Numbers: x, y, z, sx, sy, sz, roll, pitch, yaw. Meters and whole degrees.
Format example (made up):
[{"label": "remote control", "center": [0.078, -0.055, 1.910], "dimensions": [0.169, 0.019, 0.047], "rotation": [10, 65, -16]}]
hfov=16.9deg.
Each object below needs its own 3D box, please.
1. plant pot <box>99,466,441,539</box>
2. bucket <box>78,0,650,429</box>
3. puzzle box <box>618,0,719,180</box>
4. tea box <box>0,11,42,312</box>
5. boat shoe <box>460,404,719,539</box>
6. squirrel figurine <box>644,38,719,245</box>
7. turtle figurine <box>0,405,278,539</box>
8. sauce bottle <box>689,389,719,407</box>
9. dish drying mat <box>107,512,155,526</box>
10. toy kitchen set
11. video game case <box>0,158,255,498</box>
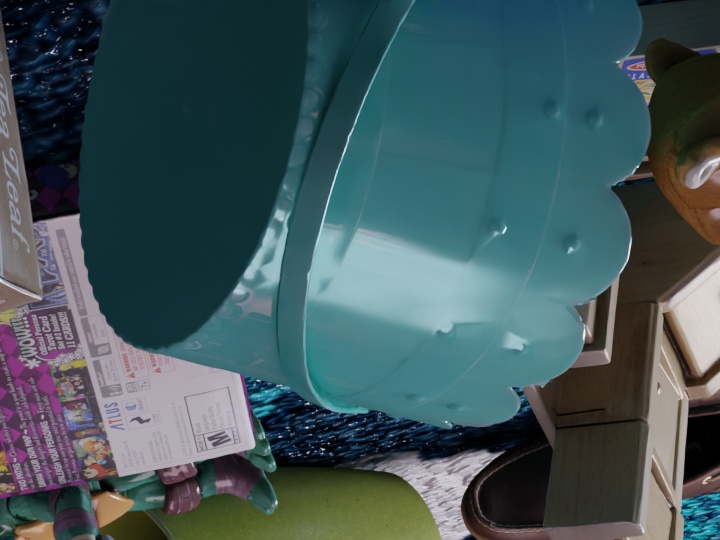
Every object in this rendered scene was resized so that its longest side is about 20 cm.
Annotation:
[{"label": "plant pot", "center": [-0.053, 0.198, 1.505], "dimensions": [0.200, 0.187, 0.187], "rotation": [-16, 164, -34]}, {"label": "bucket", "center": [-0.005, -0.048, 0.874], "dimensions": [0.135, 0.208, 0.207], "rotation": [9, 151, -30]}, {"label": "puzzle box", "center": [0.199, -0.088, 1.097], "dimensions": [0.199, 0.025, 0.133], "rotation": [-8, 157, -8]}, {"label": "tea box", "center": [-0.203, -0.086, 0.673], "dimensions": [0.133, 0.200, 0.197], "rotation": [-20, 156, 20]}, {"label": "boat shoe", "center": [0.162, 0.123, 1.539], "dimensions": [0.200, 0.071, 0.070], "rotation": [-17, 166, -9]}, {"label": "squirrel figurine", "center": [0.206, -0.086, 0.973], "dimensions": [0.186, 0.142, 0.200], "rotation": [-5, 133, 5]}, {"label": "turtle figurine", "center": [-0.143, 0.130, 1.245], "dimensions": [0.200, 0.101, 0.150], "rotation": [-24, 174, -11]}, {"label": "sauce bottle", "center": [0.211, 0.041, 1.370], "dimensions": [0.199, 0.066, 0.066], "rotation": [-11, 158, 6]}, {"label": "dish drying mat", "center": [-0.197, 0.192, 1.604], "dimensions": [0.077, 0.018, 0.200], "rotation": [-2, 155, -28]}, {"label": "toy kitchen set", "center": [0.169, 0.025, 1.091], "dimensions": [0.180, 0.200, 0.163], "rotation": [-8, 138, 22]}, {"label": "video game case", "center": [-0.150, 0.031, 1.131], "dimensions": [0.181, 0.036, 0.200], "rotation": [-11, 140, -2]}]
